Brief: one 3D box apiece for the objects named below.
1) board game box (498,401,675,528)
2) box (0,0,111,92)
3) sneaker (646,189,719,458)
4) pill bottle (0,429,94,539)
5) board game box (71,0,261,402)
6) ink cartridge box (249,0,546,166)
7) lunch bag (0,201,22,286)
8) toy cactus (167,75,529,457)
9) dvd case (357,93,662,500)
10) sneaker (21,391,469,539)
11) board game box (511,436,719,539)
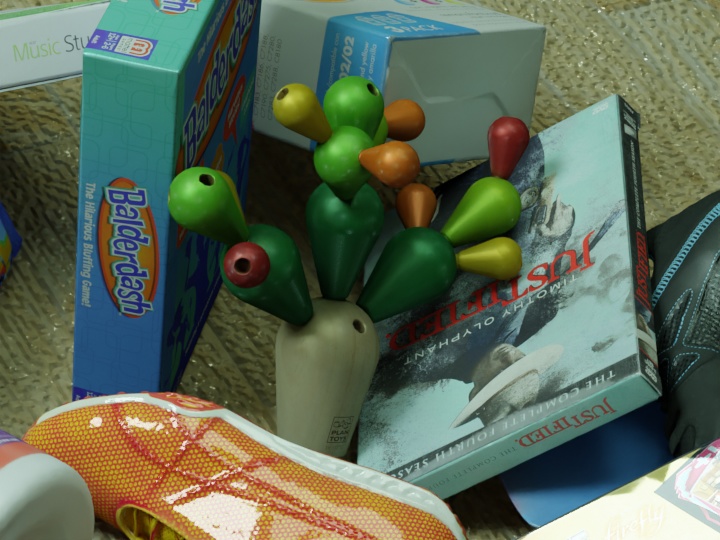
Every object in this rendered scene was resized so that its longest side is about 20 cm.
[{"bbox_3d":[0.155,0.086,1.203,0.200,0.039,0.158,16,46,15],"label":"board game box"},{"bbox_3d":[-0.211,-0.098,1.284,0.144,0.036,0.200,-14,8,-34],"label":"box"},{"bbox_3d":[0.156,0.053,1.171,0.082,0.073,0.200,-19,45,33],"label":"sneaker"},{"bbox_3d":[-0.217,0.089,1.088,0.200,0.112,0.111,24,42,21],"label":"pill bottle"},{"bbox_3d":[-0.084,-0.052,1.208,0.045,0.200,0.152,12,40,7],"label":"board game box"},{"bbox_3d":[-0.024,-0.108,1.332,0.200,0.068,0.115,21,20,40],"label":"ink cartridge box"},{"bbox_3d":[-0.276,-0.003,1.229,0.200,0.094,0.151,2,37,14],"label":"lunch bag"},{"bbox_3d":[0.000,0.000,1.175,0.102,0.165,0.200,16,13,34],"label":"toy cactus"},{"bbox_3d":[0.064,0.015,1.222,0.146,0.022,0.200,-27,35,22],"label":"dvd case"},{"bbox_3d":[-0.055,0.105,1.125,0.200,0.073,0.077,16,50,15],"label":"sneaker"},{"bbox_3d":[0.168,0.124,1.048,0.200,0.035,0.136,-27,60,12],"label":"board game box"}]
